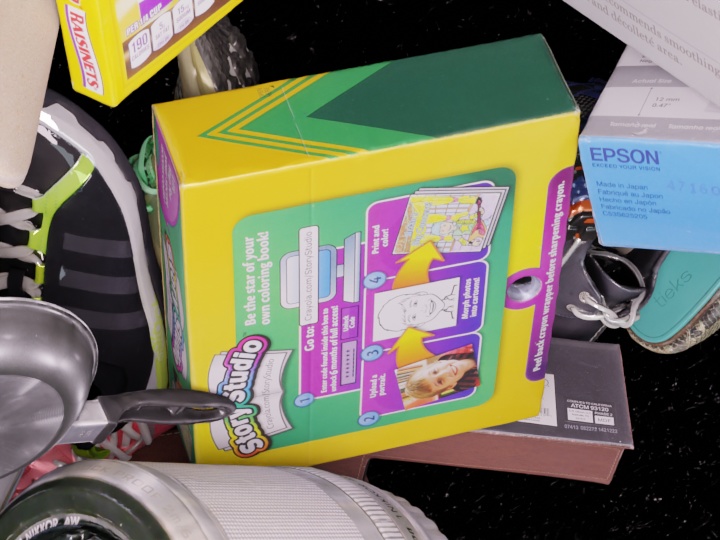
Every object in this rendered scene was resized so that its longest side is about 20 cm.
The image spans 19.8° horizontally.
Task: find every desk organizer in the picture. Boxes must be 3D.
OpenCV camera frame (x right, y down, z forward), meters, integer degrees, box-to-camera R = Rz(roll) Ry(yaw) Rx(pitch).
[{"bbox_3d":[0.033,0.079,1.070,0.199,0.072,0.077,6,134,-7],"label":"desk organizer"}]

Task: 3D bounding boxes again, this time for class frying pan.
[{"bbox_3d":[-0.139,0.066,0.842,0.115,0.031,0.190,-34,146,13],"label":"frying pan"}]

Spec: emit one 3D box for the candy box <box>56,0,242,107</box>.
[{"bbox_3d":[-0.038,-0.155,0.746,0.200,0.026,0.103,-45,146,-31],"label":"candy box"}]

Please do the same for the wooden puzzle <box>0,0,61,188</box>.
[{"bbox_3d":[-0.189,-0.132,0.687,0.199,0.186,0.046,18,138,-16],"label":"wooden puzzle"}]

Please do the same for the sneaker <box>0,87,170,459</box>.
[{"bbox_3d":[-0.136,0.006,0.925,0.083,0.071,0.201,-51,137,-34],"label":"sneaker"}]

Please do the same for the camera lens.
[{"bbox_3d":[-0.062,0.164,0.889,0.199,0.160,0.160,9,129,-51],"label":"camera lens"}]

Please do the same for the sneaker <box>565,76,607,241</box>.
[{"bbox_3d":[0.048,-0.062,0.975,0.199,0.079,0.076,7,133,-22],"label":"sneaker"}]

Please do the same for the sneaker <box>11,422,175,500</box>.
[{"bbox_3d":[-0.149,0.092,1.026,0.199,0.087,0.074,-21,138,-5],"label":"sneaker"}]

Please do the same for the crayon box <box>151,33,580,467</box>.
[{"bbox_3d":[0.000,0.000,0.918,0.171,0.058,0.201,-10,138,-12],"label":"crayon box"}]

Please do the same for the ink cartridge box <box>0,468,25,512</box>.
[{"bbox_3d":[-0.275,0.109,0.935,0.200,0.084,0.145,-38,108,22],"label":"ink cartridge box"}]

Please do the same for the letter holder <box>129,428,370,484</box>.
[{"bbox_3d":[-0.089,0.167,1.085,0.199,0.142,0.101,-9,135,-17],"label":"letter holder"}]

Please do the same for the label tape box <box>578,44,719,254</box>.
[{"bbox_3d":[0.195,-0.092,0.900,0.142,0.200,0.066,5,135,27],"label":"label tape box"}]

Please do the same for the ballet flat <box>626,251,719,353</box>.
[{"bbox_3d":[0.218,-0.031,1.101,0.075,0.068,0.200,-7,144,-49],"label":"ballet flat"}]

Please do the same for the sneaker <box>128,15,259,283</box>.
[{"bbox_3d":[-0.086,-0.033,0.954,0.088,0.077,0.201,-3,130,0],"label":"sneaker"}]

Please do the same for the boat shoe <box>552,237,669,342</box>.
[{"bbox_3d":[0.120,0.000,1.077,0.072,0.063,0.201,0,133,-28],"label":"boat shoe"}]

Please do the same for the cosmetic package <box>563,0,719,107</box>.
[{"bbox_3d":[0.164,-0.194,0.806,0.166,0.167,0.201,-34,139,-16],"label":"cosmetic package"}]
